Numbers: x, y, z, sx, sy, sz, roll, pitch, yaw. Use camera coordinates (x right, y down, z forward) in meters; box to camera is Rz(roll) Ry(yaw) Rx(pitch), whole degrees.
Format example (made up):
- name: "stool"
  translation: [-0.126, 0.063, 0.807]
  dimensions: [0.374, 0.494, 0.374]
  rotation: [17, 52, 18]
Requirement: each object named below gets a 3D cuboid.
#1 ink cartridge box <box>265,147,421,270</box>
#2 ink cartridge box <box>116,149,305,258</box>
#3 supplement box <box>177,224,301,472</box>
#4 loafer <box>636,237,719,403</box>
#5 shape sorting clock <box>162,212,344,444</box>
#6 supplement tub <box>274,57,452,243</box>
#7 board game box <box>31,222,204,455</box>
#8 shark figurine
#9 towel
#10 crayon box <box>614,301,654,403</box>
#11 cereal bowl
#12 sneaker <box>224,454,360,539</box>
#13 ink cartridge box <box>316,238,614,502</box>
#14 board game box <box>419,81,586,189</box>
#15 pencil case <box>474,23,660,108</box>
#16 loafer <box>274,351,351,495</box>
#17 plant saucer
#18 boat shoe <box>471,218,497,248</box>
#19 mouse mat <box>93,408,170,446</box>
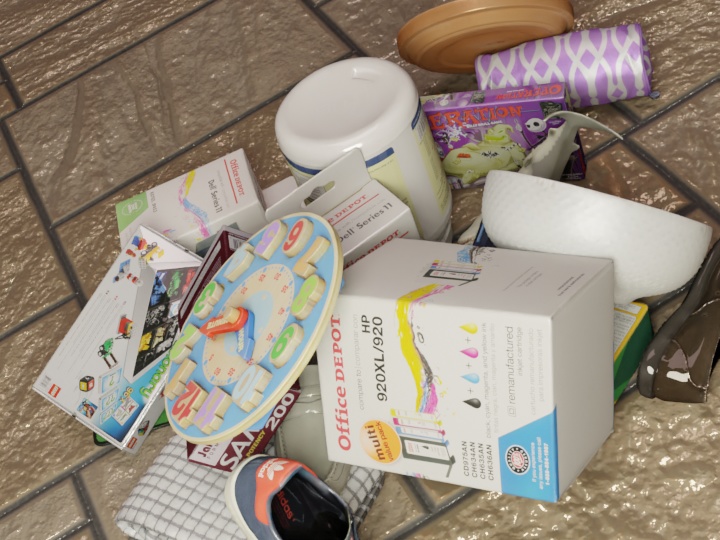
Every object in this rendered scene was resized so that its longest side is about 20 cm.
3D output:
- name: "ink cartridge box"
  translation: [0.000, 0.000, 1.144]
  dimensions: [0.117, 0.201, 0.067]
  rotation: [-35, 44, -13]
- name: "ink cartridge box"
  translation: [-0.163, -0.060, 1.357]
  dimensions: [0.198, 0.068, 0.118]
  rotation: [-24, 38, 0]
- name: "supplement box"
  translation: [-0.110, 0.066, 1.079]
  dimensions: [0.109, 0.060, 0.201]
  rotation: [-57, 28, 30]
- name: "loafer"
  translation: [0.316, 0.043, 1.068]
  dimensions: [0.071, 0.073, 0.201]
  rotation: [27, 67, 29]
- name: "shape sorting clock"
  translation: [-0.087, 0.041, 0.951]
  dimensions: [0.199, 0.039, 0.202]
  rotation: [-35, 38, 34]
- name: "supplement tub"
  translation: [0.011, -0.094, 1.232]
  dimensions: [0.143, 0.201, 0.146]
  rotation: [-12, 44, 12]
- name: "board game box"
  translation: [-0.224, 0.066, 1.237]
  dimensions: [0.125, 0.035, 0.201]
  rotation: [29, 80, 22]
- name: "shark figurine"
  translation: [0.187, -0.079, 1.216]
  dimensions: [0.089, 0.215, 0.128]
  rotation: [40, 32, 6]
- name: "towel"
  translation: [-0.090, 0.203, 1.071]
  dimensions: [0.198, 0.086, 0.166]
  rotation: [14, 47, 28]
- name: "crayon box"
  translation: [0.157, 0.101, 1.086]
  dimensions: [0.125, 0.052, 0.200]
  rotation: [18, 56, 36]
- name: "cereal bowl"
  translation: [0.194, -0.022, 1.056]
  dimensions: [0.199, 0.199, 0.084]
  rotation: [16, 92, 35]
- name: "sneaker"
  translation: [-0.020, 0.223, 0.934]
  dimensions: [0.084, 0.200, 0.075]
  rotation: [-19, 25, 53]
- name: "ink cartridge box"
  translation: [0.083, 0.071, 0.967]
  dimensions: [0.198, 0.149, 0.144]
  rotation: [5, 20, 29]
- name: "board game box"
  translation: [0.127, -0.136, 1.282]
  dimensions: [0.198, 0.121, 0.033]
  rotation: [-3, 46, 22]
- name: "pencil case"
  translation: [0.224, -0.216, 1.350]
  dimensions: [0.197, 0.085, 0.085]
  rotation: [-7, 7, 15]
- name: "loafer"
  translation: [-0.045, 0.111, 1.045]
  dimensions: [0.069, 0.070, 0.201]
  rotation: [-11, 40, 1]
- name: "plant saucer"
  translation: [0.139, -0.259, 1.368]
  dimensions: [0.198, 0.200, 0.033]
  rotation: [-9, 82, 15]
- name: "boat shoe"
  translation: [0.093, 0.037, 1.149]
  dimensions: [0.068, 0.084, 0.201]
  rotation: [29, 63, 13]
- name: "mouse mat"
  translation: [-0.206, 0.087, 1.293]
  dimensions: [0.159, 0.008, 0.201]
  rotation: [-18, 42, 6]
